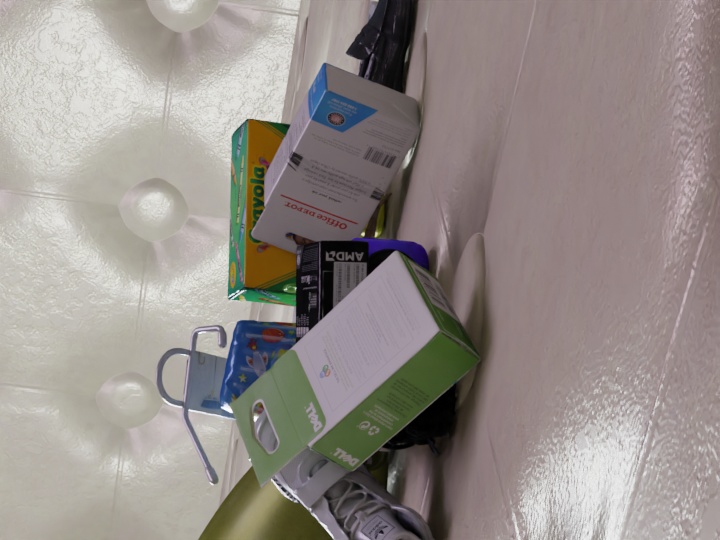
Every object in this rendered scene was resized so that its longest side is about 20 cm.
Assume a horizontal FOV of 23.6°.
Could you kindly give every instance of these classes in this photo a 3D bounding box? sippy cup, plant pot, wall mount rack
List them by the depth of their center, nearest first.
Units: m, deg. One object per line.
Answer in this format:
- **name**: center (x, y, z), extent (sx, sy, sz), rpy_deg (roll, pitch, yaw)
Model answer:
- **plant pot**: center (-0.050, 0.241, 1.720), extent (0.187, 0.186, 0.201), rpy_deg (-94, 24, -56)
- **sippy cup**: center (-0.079, 0.112, 1.825), extent (0.178, 0.130, 0.140), rpy_deg (-83, 7, -48)
- **wall mount rack**: center (-0.137, 0.157, 1.916), extent (0.074, 0.200, 0.175), rpy_deg (-5, 75, 40)

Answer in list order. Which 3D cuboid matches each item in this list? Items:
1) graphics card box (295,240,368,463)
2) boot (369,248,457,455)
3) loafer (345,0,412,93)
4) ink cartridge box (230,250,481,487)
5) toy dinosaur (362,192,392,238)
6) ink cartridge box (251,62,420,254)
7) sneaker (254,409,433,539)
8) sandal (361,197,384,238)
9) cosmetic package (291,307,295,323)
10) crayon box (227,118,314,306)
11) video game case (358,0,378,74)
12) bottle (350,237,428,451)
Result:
- **graphics card box**: center (-0.027, 0.074, 1.568), extent (0.125, 0.051, 0.201), rpy_deg (166, 103, -78)
- **boot**: center (0.040, 0.067, 1.519), extent (0.162, 0.073, 0.199), rpy_deg (124, 146, -78)
- **loafer**: center (0.018, -0.252, 1.985), extent (0.068, 0.070, 0.202), rpy_deg (-133, 50, -80)
- **ink cartridge box**: center (-0.007, 0.091, 1.408), extent (0.200, 0.059, 0.104), rpy_deg (-42, 42, 14)
- **toy dinosaur**: center (0.000, 0.000, 1.896), extent (0.106, 0.060, 0.201), rpy_deg (177, 109, -74)
- **ink cartridge box**: center (-0.031, -0.111, 1.874), extent (0.200, 0.116, 0.068), rpy_deg (-59, 20, 30)
- **sneaker**: center (-0.006, 0.193, 1.447), extent (0.075, 0.200, 0.115), rpy_deg (-42, 12, -10)
- **sandal**: center (-0.025, -0.046, 2.072), extent (0.200, 0.087, 0.080), rpy_deg (107, 166, -60)
- **cosmetic package**: center (-0.062, 0.144, 2.030), extent (0.151, 0.051, 0.201), rpy_deg (-113, 30, -80)
- **crayon box**: center (-0.084, -0.062, 1.943), extent (0.058, 0.118, 0.201), rpy_deg (147, 126, -62)
- **video game case**: center (0.017, -0.229, 2.163), extent (0.200, 0.023, 0.183), rpy_deg (-106, 25, -69)
- **bottle**: center (0.016, 0.071, 1.651), extent (0.065, 0.083, 0.201), rpy_deg (19, -103, -64)
